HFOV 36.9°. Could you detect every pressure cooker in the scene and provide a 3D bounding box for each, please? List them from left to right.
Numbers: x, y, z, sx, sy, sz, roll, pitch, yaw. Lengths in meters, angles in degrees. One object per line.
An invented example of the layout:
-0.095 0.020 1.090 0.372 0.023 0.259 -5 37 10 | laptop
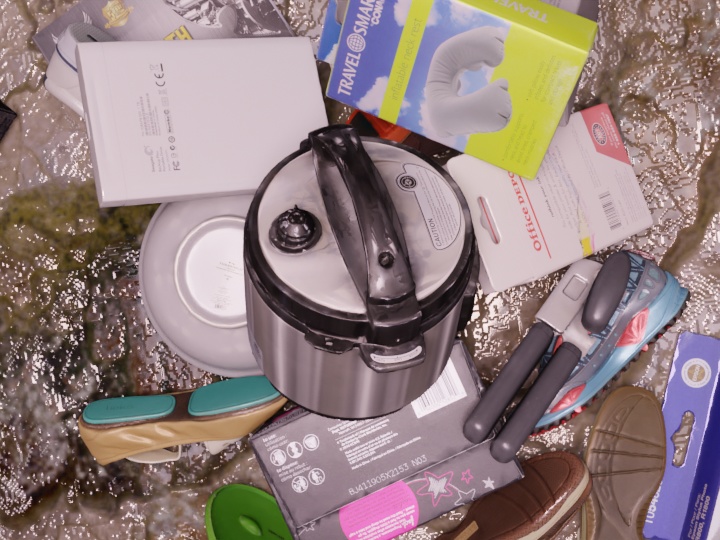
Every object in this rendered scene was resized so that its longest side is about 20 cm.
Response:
-0.002 0.001 0.809 0.175 0.201 0.179 28 59 15 | pressure cooker

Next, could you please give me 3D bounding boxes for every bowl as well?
-0.111 0.000 0.963 0.199 0.090 0.203 0 91 4 | bowl

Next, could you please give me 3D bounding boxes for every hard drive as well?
-0.124 -0.126 0.889 0.199 0.027 0.133 -7 79 -24 | hard drive

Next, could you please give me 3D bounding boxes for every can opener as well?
0.156 0.062 0.877 0.053 0.067 0.200 34 65 11 | can opener

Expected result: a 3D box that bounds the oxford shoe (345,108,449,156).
0.072 -0.156 0.969 0.200 0.073 0.071 -40 47 -8 | oxford shoe

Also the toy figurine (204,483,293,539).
-0.113 0.321 0.970 0.200 0.150 0.184 36 108 -22 | toy figurine

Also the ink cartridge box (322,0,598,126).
0.087 -0.206 0.895 0.199 0.084 0.145 9 55 19 | ink cartridge box

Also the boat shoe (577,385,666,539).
0.228 0.203 0.967 0.073 0.063 0.202 4 87 -1 | boat shoe

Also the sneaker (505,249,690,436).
0.193 0.063 0.961 0.200 0.079 0.096 -43 79 -5 | sneaker

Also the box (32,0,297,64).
-0.170 -0.201 0.982 0.199 0.048 0.159 -34 90 3 | box

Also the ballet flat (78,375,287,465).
-0.157 0.140 0.989 0.198 0.069 0.063 -7 114 8 | ballet flat

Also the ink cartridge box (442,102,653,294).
0.143 -0.056 0.903 0.199 0.067 0.117 -21 89 -36 | ink cartridge box

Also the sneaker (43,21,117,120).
-0.184 -0.128 0.935 0.200 0.073 0.071 40 122 -2 | sneaker

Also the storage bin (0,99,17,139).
-0.425 -0.162 0.955 0.199 0.135 0.094 35 93 2 | storage bin

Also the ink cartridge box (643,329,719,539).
0.363 0.170 0.961 0.198 0.041 0.201 12 92 3 | ink cartridge box

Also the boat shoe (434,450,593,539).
0.131 0.239 0.958 0.202 0.075 0.075 -41 122 17 | boat shoe

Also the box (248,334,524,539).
0.023 0.153 0.945 0.199 0.115 0.133 -25 88 2 | box

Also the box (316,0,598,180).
0.061 -0.160 0.804 0.199 0.048 0.122 23 133 5 | box
